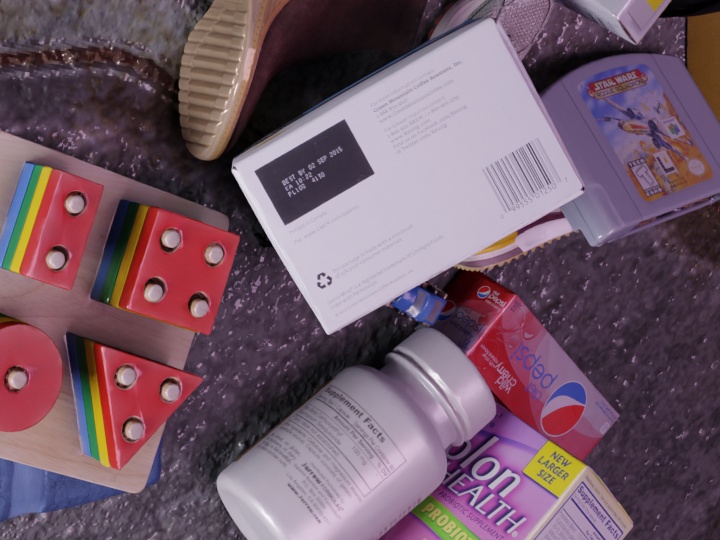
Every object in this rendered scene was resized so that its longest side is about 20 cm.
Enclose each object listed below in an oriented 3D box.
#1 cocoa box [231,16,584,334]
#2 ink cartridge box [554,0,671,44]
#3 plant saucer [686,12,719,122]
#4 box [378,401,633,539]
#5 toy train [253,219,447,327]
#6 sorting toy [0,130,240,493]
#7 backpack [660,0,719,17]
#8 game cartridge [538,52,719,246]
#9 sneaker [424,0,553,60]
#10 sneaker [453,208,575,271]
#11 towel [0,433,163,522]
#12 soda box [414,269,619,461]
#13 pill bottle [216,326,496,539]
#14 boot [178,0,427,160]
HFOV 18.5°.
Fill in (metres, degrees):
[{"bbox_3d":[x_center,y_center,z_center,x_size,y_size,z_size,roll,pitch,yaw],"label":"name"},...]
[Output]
[{"bbox_3d":[0.028,-0.067,1.486,0.199,0.131,0.134,-30,97,-1],"label":"cocoa box"},{"bbox_3d":[0.175,-0.275,1.514,0.200,0.197,0.047,-50,138,-5],"label":"ink cartridge box"},{"bbox_3d":[0.357,-0.180,1.826,0.199,0.048,0.201,-25,127,-29],"label":"plant saucer"},{"bbox_3d":[0.074,0.208,1.710,0.200,0.176,0.097,-47,135,-8],"label":"box"},{"bbox_3d":[0.000,0.000,1.625,0.199,0.046,0.034,25,96,-45],"label":"toy train"},{"bbox_3d":[-0.181,0.034,1.431,0.199,0.069,0.200,20,86,-39],"label":"sorting toy"},{"bbox_3d":[0.264,-0.261,1.596,0.175,0.200,0.154,-10,103,-34],"label":"backpack"},{"bbox_3d":[0.207,-0.099,1.685,0.199,0.134,0.041,-20,170,-45],"label":"game cartridge"},{"bbox_3d":[0.080,-0.125,1.598,0.201,0.082,0.078,-55,135,-3],"label":"sneaker"},{"bbox_3d":[0.140,-0.077,1.683,0.199,0.075,0.091,-30,130,-27],"label":"sneaker"},{"bbox_3d":[-0.227,0.111,1.494,0.199,0.048,0.112,-8,115,-36],"label":"towel"},{"bbox_3d":[0.128,0.081,1.767,0.070,0.063,0.200,-50,135,-6],"label":"soda box"},{"bbox_3d":[0.000,0.137,1.653,0.200,0.114,0.115,-39,133,-16],"label":"pill bottle"},{"bbox_3d":[-0.027,-0.160,1.494,0.166,0.072,0.201,9,103,-40],"label":"boot"}]
